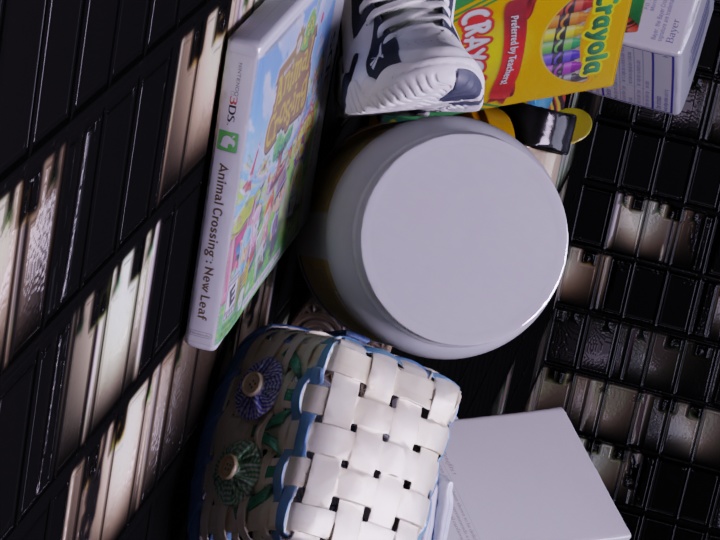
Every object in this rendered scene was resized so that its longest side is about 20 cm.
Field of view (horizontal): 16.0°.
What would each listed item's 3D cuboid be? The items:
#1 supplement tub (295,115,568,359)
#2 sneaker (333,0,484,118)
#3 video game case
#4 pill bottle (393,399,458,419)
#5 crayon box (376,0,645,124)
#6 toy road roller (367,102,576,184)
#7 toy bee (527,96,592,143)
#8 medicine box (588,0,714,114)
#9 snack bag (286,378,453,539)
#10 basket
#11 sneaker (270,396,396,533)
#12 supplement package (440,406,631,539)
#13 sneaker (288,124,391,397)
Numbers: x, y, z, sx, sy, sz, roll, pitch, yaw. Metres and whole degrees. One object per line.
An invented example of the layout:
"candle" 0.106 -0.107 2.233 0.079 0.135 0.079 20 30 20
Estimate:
"supplement tub" 0.043 -0.021 1.557 0.200 0.145 0.146 -168 -88 -80
"sneaker" 0.025 -0.157 1.522 0.199 0.079 0.130 -153 -119 -86
"video game case" -0.050 -0.075 1.447 0.200 0.022 0.182 -57 159 -63
"pill bottle" 0.015 0.197 1.992 0.109 0.109 0.200 88 19 -60
"crayon box" 0.106 -0.167 1.692 0.127 0.200 0.051 94 -19 -55
"toy road roller" 0.051 -0.079 1.850 0.200 0.146 0.123 20 -83 62
"toy bee" 0.101 -0.125 2.011 0.200 0.131 0.109 24 78 -45
"medicine box" 0.171 -0.215 2.014 0.182 0.200 0.103 60 47 -77
"snack bag" -0.008 0.186 1.660 0.189 0.021 0.200 35 -57 52
"basket" -0.033 0.113 1.541 0.200 0.139 0.176 -23 -131 65
"sneaker" -0.011 0.144 1.811 0.070 0.090 0.200 -62 164 -57
"supplement package" 0.062 0.181 1.760 0.117 0.200 0.117 63 -37 34
"sneaker" 0.000 0.000 1.718 0.076 0.070 0.200 -56 159 -68
